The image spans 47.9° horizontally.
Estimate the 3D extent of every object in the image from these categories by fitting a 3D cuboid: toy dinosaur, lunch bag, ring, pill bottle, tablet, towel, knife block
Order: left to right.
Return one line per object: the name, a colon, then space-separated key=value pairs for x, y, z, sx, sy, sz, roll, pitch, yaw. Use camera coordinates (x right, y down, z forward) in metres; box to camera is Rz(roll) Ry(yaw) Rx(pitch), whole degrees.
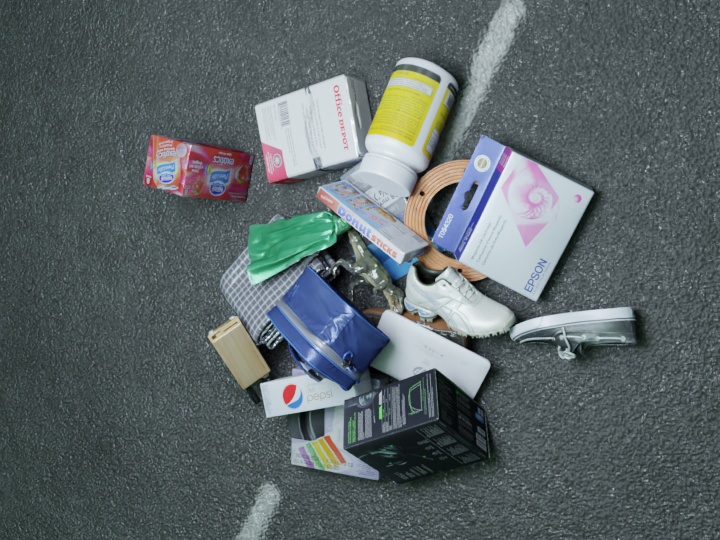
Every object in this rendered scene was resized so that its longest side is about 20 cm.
knife block: x=-0.209 y=0.173 z=1.493 sx=0.064 sy=0.200 sz=0.177 roll=-34 pitch=93 yaw=-11
towel: x=-0.151 y=0.015 z=1.468 sx=0.200 sy=0.085 sz=0.166 roll=-47 pitch=54 yaw=8
lunch bag: x=-0.057 y=0.106 z=1.337 sx=0.133 sy=0.136 sz=0.200 roll=-49 pitch=41 yaw=0
toy dinosaur: x=0.000 y=0.000 z=1.396 sx=0.088 sy=0.047 sz=0.202 roll=-34 pitch=88 yaw=17
pill bottle: x=0.075 y=-0.232 z=1.325 sx=0.113 sy=0.114 sz=0.203 roll=19 pitch=81 yaw=25
tablet: x=0.110 y=0.156 z=1.373 sx=0.198 sy=0.014 sz=0.131 roll=27 pitch=128 yaw=8
ring: x=0.171 y=-0.082 z=1.339 sx=0.197 sy=0.019 sz=0.204 roll=3 pitch=104 yaw=10

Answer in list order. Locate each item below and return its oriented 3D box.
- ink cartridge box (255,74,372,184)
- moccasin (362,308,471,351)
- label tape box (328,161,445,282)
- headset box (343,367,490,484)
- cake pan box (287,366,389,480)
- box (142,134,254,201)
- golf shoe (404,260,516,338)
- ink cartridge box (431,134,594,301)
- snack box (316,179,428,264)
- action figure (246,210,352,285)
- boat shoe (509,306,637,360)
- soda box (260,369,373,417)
ink cartridge box: x=-0.079 y=-0.250 z=1.456 sx=0.197 sy=0.084 sz=0.148 roll=-12 pitch=88 yaw=29
moccasin: x=0.096 y=0.093 z=1.398 sx=0.198 sy=0.078 sz=0.075 roll=1 pitch=120 yaw=24
label tape box: x=0.038 y=-0.090 z=1.417 sx=0.143 sy=0.063 sz=0.202 roll=-32 pitch=79 yaw=27
headset box: x=0.087 y=0.267 z=1.349 sx=0.198 sy=0.174 sz=0.094 roll=-24 pitch=46 yaw=28
cake pan box: x=-0.041 y=0.277 z=1.497 sx=0.197 sy=0.052 sz=0.188 roll=5 pitch=94 yaw=28
box: x=-0.298 y=-0.189 z=1.514 sx=0.098 sy=0.199 sz=0.097 roll=17 pitch=100 yaw=25
golf shoe: x=0.157 y=0.044 z=1.314 sx=0.197 sy=0.078 sz=0.099 roll=14 pitch=129 yaw=28
ink cartridge box: x=0.238 y=-0.083 z=1.292 sx=0.198 sy=0.043 sz=0.199 roll=26 pitch=107 yaw=4
snack box: x=0.019 y=-0.084 z=1.344 sx=0.199 sy=0.071 sz=0.025 roll=40 pitch=127 yaw=25
action figure: x=-0.102 y=-0.052 z=1.389 sx=0.197 sy=0.055 sz=0.120 roll=-18 pitch=64 yaw=23
boat shoe: x=0.332 y=0.105 z=1.269 sx=0.196 sy=0.073 sz=0.069 roll=-9 pitch=75 yaw=19
soda box: x=-0.079 y=0.213 z=1.446 sx=0.197 sy=0.068 sz=0.065 roll=-14 pitch=86 yaw=28
